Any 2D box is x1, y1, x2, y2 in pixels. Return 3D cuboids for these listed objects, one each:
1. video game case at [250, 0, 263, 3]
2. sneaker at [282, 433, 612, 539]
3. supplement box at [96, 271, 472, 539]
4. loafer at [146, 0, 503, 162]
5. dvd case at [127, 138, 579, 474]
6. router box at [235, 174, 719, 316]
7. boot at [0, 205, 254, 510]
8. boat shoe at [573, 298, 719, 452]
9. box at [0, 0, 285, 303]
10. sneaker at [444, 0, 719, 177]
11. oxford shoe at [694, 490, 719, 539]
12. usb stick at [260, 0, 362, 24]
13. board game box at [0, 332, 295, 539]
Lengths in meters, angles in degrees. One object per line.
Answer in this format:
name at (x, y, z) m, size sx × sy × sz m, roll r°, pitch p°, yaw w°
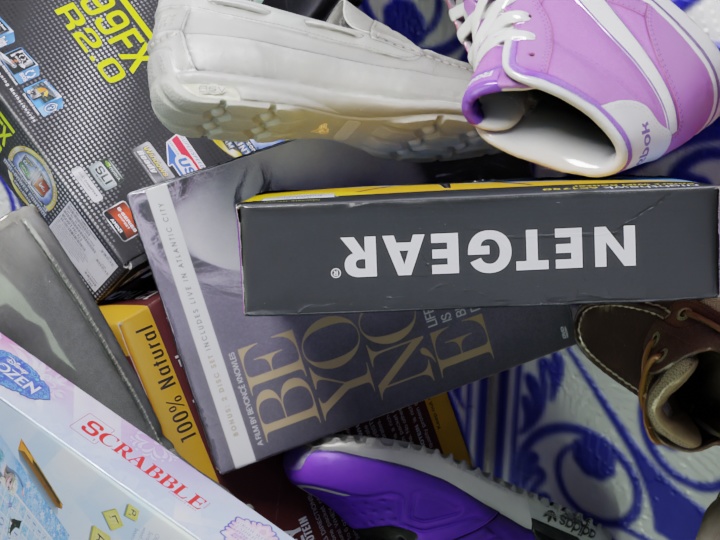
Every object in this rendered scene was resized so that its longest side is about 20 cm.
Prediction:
video game case at (-0.086, -0.202, 0.965) m, size 0.182 × 0.023 × 0.200 m, roll 49°, pitch 138°, yaw 9°
sneaker at (0.042, 0.153, 0.935) m, size 0.200 × 0.100 × 0.070 m, roll 24°, pitch 166°, yaw -23°
supplement box at (-0.071, 0.076, 0.992) m, size 0.133 × 0.200 × 0.198 m, roll -5°, pitch 112°, yaw 44°
loafer at (-0.002, -0.094, 0.834) m, size 0.070 × 0.200 × 0.070 m, roll 146°, pitch 126°, yaw -60°
dvd case at (0.000, 0.000, 0.889) m, size 0.016 × 0.200 × 0.149 m, roll -148°, pitch 40°, yaw -74°
router box at (0.049, -0.013, 0.792) m, size 0.199 × 0.149 × 0.051 m, roll -3°, pitch 95°, yaw 0°
boot at (-0.152, 0.091, 0.873) m, size 0.200 × 0.073 × 0.182 m, roll 47°, pitch 123°, yaw 0°
boat shoe at (0.160, 0.048, 0.833) m, size 0.200 × 0.072 × 0.072 m, roll 23°, pitch 129°, yaw 51°
box at (-0.133, -0.103, 0.934) m, size 0.200 × 0.160 × 0.044 m, roll 54°, pitch 139°, yaw 4°
sneaker at (0.064, -0.119, 0.809) m, size 0.200 × 0.114 × 0.073 m, roll 40°, pitch 137°, yaw 21°
oxford shoe at (0.212, 0.202, 0.899) m, size 0.070 × 0.075 × 0.200 m, roll -12°, pitch 106°, yaw 46°
usb stick at (-0.006, -0.156, 0.851) m, size 0.200 × 0.033 × 0.056 m, roll 133°, pitch 138°, yaw -56°
board game box at (-0.141, 0.157, 0.832) m, size 0.199 × 0.041 × 0.200 m, roll 33°, pitch 121°, yaw 15°
